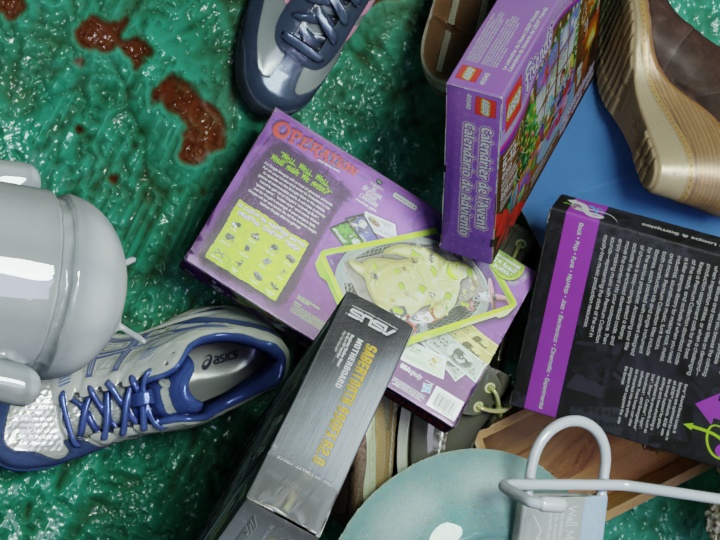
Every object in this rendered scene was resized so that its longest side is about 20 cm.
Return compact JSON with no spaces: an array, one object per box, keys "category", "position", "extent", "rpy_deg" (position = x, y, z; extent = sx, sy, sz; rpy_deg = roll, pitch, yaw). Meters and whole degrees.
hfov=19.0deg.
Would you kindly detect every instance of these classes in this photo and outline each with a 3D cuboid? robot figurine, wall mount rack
[{"category":"robot figurine","position":[-0.224,0.003,1.275],"extent":[0.199,0.113,0.170],"rpy_deg":[10,56,-23]},{"category":"wall mount rack","position":[0.162,0.197,1.356],"extent":[0.173,0.074,0.201],"rpy_deg":[3,98,-27]}]

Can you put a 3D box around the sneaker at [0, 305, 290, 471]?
[{"category":"sneaker","position":[-0.139,0.070,1.330],"extent":[0.199,0.088,0.076],"rpy_deg":[-22,103,-18]}]

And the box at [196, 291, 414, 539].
[{"category":"box","position":[-0.048,0.127,1.284],"extent":[0.048,0.200,0.159],"rpy_deg":[28,52,-4]}]

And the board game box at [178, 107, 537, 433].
[{"category":"board game box","position":[0.000,0.000,1.352],"extent":[0.200,0.032,0.120],"rpy_deg":[32,75,-4]}]

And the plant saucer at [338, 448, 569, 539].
[{"category":"plant saucer","position":[0.072,0.216,1.382],"extent":[0.200,0.039,0.202],"rpy_deg":[-4,102,-21]}]

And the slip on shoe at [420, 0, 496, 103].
[{"category":"slip on shoe","position":[0.093,-0.199,1.426],"extent":[0.076,0.061,0.201],"rpy_deg":[10,73,17]}]

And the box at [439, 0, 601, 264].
[{"category":"box","position":[0.104,-0.120,1.356],"extent":[0.137,0.039,0.200],"rpy_deg":[89,24,-45]}]

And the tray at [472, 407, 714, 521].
[{"category":"tray","position":[0.169,0.115,1.489],"extent":[0.199,0.037,0.099],"rpy_deg":[-24,102,-19]}]

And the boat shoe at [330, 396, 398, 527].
[{"category":"boat shoe","position":[0.008,0.066,1.403],"extent":[0.076,0.072,0.201],"rpy_deg":[-7,96,-33]}]

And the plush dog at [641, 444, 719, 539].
[{"category":"plush dog","position":[0.278,0.077,1.436],"extent":[0.171,0.200,0.161],"rpy_deg":[29,40,-39]}]

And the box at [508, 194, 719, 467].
[{"category":"box","position":[0.203,0.046,1.351],"extent":[0.199,0.036,0.144],"rpy_deg":[17,116,14]}]

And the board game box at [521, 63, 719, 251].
[{"category":"board game box","position":[0.177,-0.052,1.445],"extent":[0.157,0.039,0.201],"rpy_deg":[-18,61,-14]}]

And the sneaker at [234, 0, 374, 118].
[{"category":"sneaker","position":[-0.016,-0.190,1.365],"extent":[0.070,0.082,0.201],"rpy_deg":[26,84,-23]}]

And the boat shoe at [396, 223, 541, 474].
[{"category":"boat shoe","position":[0.072,0.063,1.409],"extent":[0.060,0.072,0.203],"rpy_deg":[9,79,21]}]

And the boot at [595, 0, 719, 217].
[{"category":"boot","position":[0.251,-0.116,1.441],"extent":[0.165,0.072,0.201],"rpy_deg":[4,53,-17]}]
